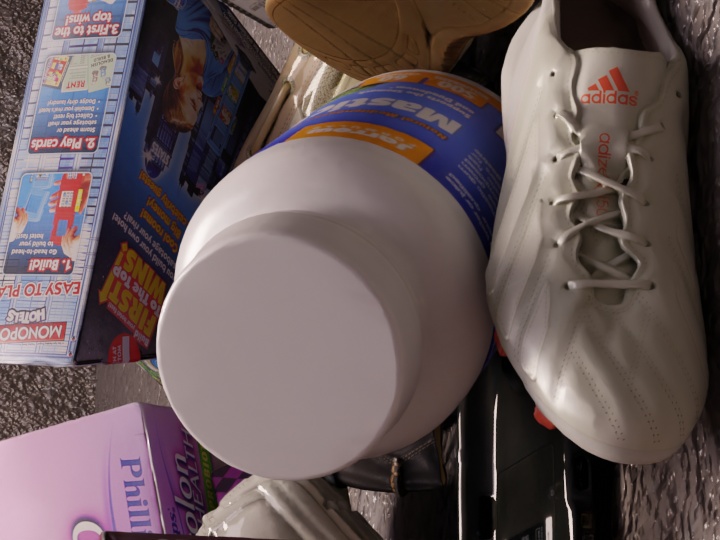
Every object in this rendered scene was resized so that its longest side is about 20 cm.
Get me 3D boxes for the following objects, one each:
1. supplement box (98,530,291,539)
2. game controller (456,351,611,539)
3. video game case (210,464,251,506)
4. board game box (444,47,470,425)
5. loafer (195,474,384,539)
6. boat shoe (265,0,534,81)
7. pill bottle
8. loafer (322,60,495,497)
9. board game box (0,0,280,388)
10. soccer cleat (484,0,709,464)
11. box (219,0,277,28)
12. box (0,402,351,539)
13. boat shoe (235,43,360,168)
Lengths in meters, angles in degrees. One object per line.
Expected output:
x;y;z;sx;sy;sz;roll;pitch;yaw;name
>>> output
0.032;0.143;0.515;0.103;0.199;0.131;-132;48;-74;supplement box
0.065;0.115;0.793;0.104;0.042;0.201;-32;53;58;game controller
-0.001;0.187;0.865;0.200;0.036;0.182;-118;3;-70;video game case
0.020;-0.019;1.050;0.135;0.034;0.201;134;139;-72;board game box
0.015;0.152;0.704;0.200;0.070;0.070;47;-176;21;loafer
0.024;-0.122;0.827;0.065;0.072;0.200;-61;15;-17;boat shoe
0.000;0.000;0.758;0.200;0.112;0.113;-45;-34;-69;pill bottle
0.030;0.004;0.925;0.073;0.072;0.201;56;-130;-66;loafer
-0.096;-0.019;0.989;0.200;0.061;0.200;51;-131;-47;board game box
0.078;-0.028;0.698;0.078;0.069;0.200;111;163;-45;soccer cleat
0.011;-0.230;0.913;0.200;0.047;0.194;-30;48;36;box
-0.076;0.163;0.981;0.200;0.096;0.177;19;-122;-65;box
0.000;-0.116;0.955;0.072;0.065;0.201;-6;-60;-68;boat shoe
